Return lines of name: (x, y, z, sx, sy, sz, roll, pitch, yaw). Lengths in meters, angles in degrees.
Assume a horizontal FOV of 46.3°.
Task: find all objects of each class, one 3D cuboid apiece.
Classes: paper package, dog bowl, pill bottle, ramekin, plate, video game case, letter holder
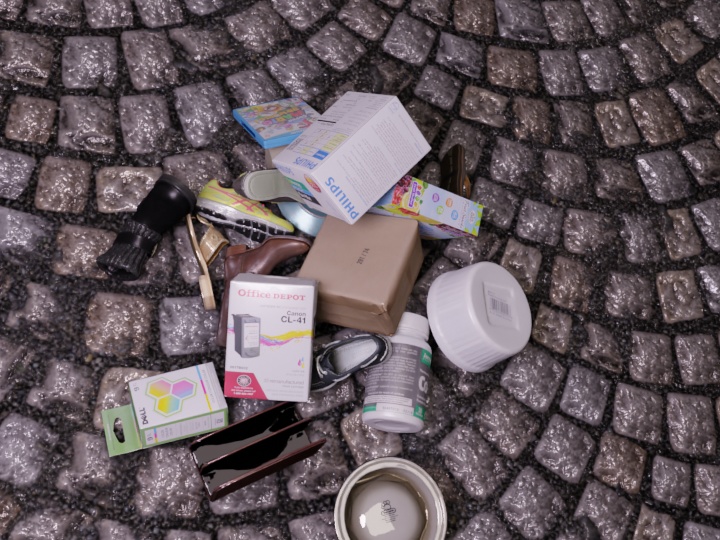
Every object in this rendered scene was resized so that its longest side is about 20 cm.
paper package: (0.000, 0.000, 1.532, 0.190, 0.104, 0.200, 10, 55, 21)
dog bowl: (0.045, 0.426, 1.449, 0.199, 0.074, 0.201, 5, 69, -12)
pill bottle: (0.069, 0.184, 1.526, 0.113, 0.113, 0.201, 12, 68, -10)
ramekin: (0.228, 0.081, 1.572, 0.200, 0.098, 0.201, 19, 59, -34)
plate: (-0.070, -0.160, 1.670, 0.199, 0.026, 0.201, 5, 68, -13)
video game case: (-0.151, -0.289, 1.633, 0.143, 0.018, 0.200, -15, 33, -19)
letter holder: (-0.172, 0.291, 1.407, 0.199, 0.142, 0.101, -21, 76, -20)

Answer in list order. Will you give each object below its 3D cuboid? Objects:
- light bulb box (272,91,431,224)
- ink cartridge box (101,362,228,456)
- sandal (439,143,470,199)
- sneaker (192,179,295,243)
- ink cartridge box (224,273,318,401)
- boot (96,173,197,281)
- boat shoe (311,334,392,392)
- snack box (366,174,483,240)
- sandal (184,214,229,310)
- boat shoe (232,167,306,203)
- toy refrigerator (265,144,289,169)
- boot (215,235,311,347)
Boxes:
light bulb box: (-0.019, -0.204, 1.490, 0.200, 0.198, 0.125, -44, 117, -10)
ink cartridge box: (-0.331, 0.231, 1.414, 0.199, 0.059, 0.104, -12, 45, -18)
sandal: (0.193, -0.166, 1.723, 0.054, 0.082, 0.201, 26, 56, -27)
sneaker: (-0.213, -0.117, 1.590, 0.199, 0.078, 0.091, 21, 62, -6)
ink cartridge box: (-0.151, 0.113, 1.430, 0.147, 0.086, 0.201, 4, 98, -1)
boot: (-0.372, -0.068, 1.465, 0.079, 0.211, 0.158, 38, 60, -14)
boat shoe: (-0.044, 0.159, 1.484, 0.199, 0.060, 0.076, -27, 71, 15)
snack box: (0.100, -0.117, 1.584, 0.199, 0.168, 0.068, 19, 80, -30)
sandal: (-0.273, -0.035, 1.544, 0.069, 0.078, 0.213, -11, 81, -13)
boat shoe: (-0.146, -0.162, 1.586, 0.201, 0.060, 0.072, -3, 97, -43)
toy refrigerator: (-0.082, -0.233, 1.638, 0.199, 0.076, 0.070, -12, 63, -12)
boot: (-0.174, 0.044, 1.511, 0.186, 0.064, 0.201, -11, 62, 27)
